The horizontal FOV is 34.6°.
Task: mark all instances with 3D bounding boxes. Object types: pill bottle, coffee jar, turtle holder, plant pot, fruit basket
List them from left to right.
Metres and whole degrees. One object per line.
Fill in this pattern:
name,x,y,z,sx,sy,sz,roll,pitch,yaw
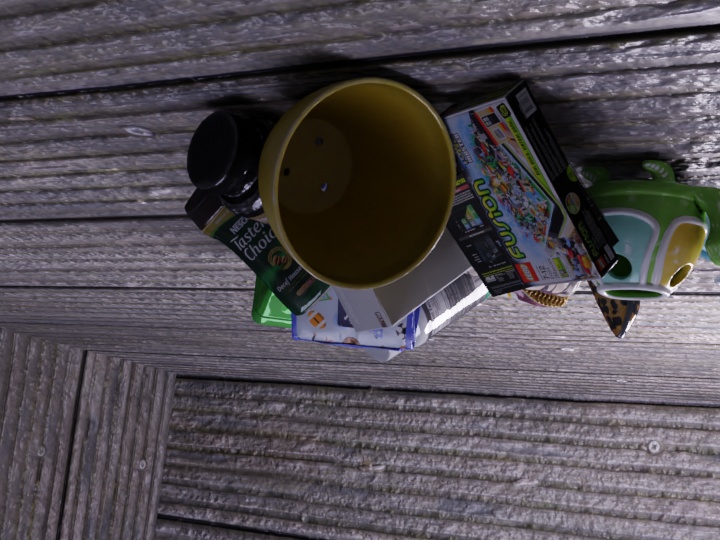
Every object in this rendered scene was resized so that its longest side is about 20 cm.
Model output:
coffee jar,-0.112,-0.047,1.398,0.200,0.104,0.085,42,-157,-8
pill bottle,-0.089,-0.104,1.273,0.111,0.113,0.199,-5,165,43
fruit basket,-0.076,0.034,1.901,0.213,0.157,0.216,3,151,2
plant pot,-0.025,-0.095,1.153,0.198,0.202,0.142,13,-175,-31
pill bottle,0.084,0.036,1.620,0.199,0.114,0.113,-32,-174,-25
turtle holder,0.325,-0.037,1.278,0.183,0.133,0.141,5,168,10

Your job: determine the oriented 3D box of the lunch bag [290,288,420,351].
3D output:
lunch bag,0.000,0.000,1.508,0.168,0.203,0.124,5,169,10

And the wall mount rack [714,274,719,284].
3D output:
wall mount rack,0.554,-0.013,1.452,0.172,0.076,0.200,10,167,-17

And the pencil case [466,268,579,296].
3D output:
pencil case,0.212,-0.025,1.582,0.198,0.090,0.078,12,-166,-24

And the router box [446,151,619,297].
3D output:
router box,0.169,-0.060,1.256,0.151,0.062,0.200,55,156,-7

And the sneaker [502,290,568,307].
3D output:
sneaker,0.226,0.007,1.767,0.198,0.076,0.090,18,173,-21

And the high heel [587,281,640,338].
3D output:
high heel,0.331,0.032,1.620,0.070,0.144,0.200,9,168,-11

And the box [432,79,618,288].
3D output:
box,0.161,-0.079,1.128,0.110,0.035,0.201,-10,115,54

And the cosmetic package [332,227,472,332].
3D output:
cosmetic package,0.059,-0.022,1.358,0.199,0.108,0.090,-32,-171,-29

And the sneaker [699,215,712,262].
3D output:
sneaker,0.347,-0.045,1.391,0.197,0.083,0.074,4,168,11
